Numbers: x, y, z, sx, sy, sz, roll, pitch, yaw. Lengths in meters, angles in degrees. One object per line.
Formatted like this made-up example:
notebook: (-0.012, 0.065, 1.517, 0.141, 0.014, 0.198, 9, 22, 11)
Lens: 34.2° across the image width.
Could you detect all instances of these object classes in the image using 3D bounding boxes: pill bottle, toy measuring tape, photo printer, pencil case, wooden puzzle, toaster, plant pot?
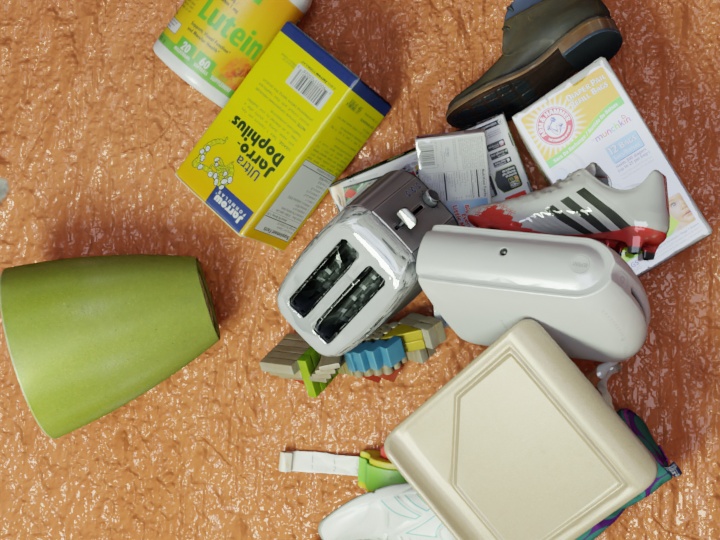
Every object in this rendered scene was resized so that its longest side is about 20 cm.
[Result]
pill bottle: (-0.122, -0.282, 1.250, 0.111, 0.111, 0.201, 39, 96, 10)
toy measuring tape: (0.003, 0.213, 1.233, 0.197, 0.074, 0.075, 4, 89, 12)
photo printer: (0.169, 0.025, 1.096, 0.197, 0.167, 0.070, 7, 67, 27)
pencil case: (0.223, 0.235, 1.178, 0.200, 0.085, 0.092, -43, 116, 9)
wooden puzzle: (0.146, 0.171, 1.089, 0.200, 0.037, 0.185, -43, 85, 24)
toaster: (0.000, 0.000, 1.163, 0.114, 0.129, 0.200, 47, 121, 4)
plant pot: (-0.257, 0.059, 1.253, 0.197, 0.187, 0.190, -17, 85, -4)

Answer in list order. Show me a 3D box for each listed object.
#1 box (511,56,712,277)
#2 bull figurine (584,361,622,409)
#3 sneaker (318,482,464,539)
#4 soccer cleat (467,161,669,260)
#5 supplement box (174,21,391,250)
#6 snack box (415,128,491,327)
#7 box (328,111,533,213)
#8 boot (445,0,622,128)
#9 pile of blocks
box: (0.248, -0.093, 1.172, 0.112, 0.101, 0.202, -31, 83, 9)
bull figurine: (0.199, 0.124, 1.158, 0.199, 0.065, 0.122, 25, 68, 39)
sneaker: (0.056, 0.245, 1.150, 0.197, 0.070, 0.081, -14, 77, 1)
soccer cleat: (0.194, -0.059, 1.099, 0.198, 0.068, 0.087, 5, 82, 34)
supplement box: (-0.080, -0.137, 1.233, 0.109, 0.109, 0.201, 40, 96, 20)
snack box: (0.102, -0.041, 1.201, 0.071, 0.024, 0.203, -6, 108, 5)
box: (0.077, -0.077, 1.229, 0.197, 0.035, 0.111, -21, 99, 10)
boot: (0.169, -0.228, 1.223, 0.198, 0.075, 0.098, -26, 59, 19)
pile of blocks: (-0.004, 0.101, 1.233, 0.197, 0.082, 0.063, -11, 116, 15)
